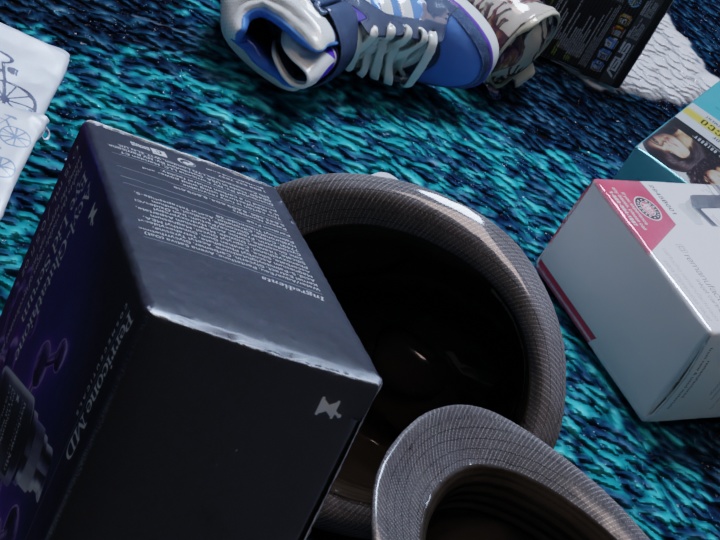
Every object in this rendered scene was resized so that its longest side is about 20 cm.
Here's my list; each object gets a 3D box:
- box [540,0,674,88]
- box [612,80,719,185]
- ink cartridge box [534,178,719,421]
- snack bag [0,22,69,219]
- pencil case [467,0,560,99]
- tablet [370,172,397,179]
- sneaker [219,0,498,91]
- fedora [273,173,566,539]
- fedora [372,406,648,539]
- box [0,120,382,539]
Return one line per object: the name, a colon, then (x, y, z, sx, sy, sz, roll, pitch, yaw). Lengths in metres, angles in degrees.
box: (0.179, -0.258, 1.351, 0.159, 0.201, 0.044, 21, 34, -13)
box: (0.263, -0.081, 1.323, 0.082, 0.049, 0.200, 38, 34, 12)
ink cartridge box: (0.238, 0.018, 1.145, 0.199, 0.085, 0.146, 2, 43, -39)
snack bag: (-0.263, -0.116, 0.987, 0.187, 0.022, 0.201, 25, 34, -8)
pencil case: (0.057, -0.219, 1.320, 0.200, 0.090, 0.078, 42, 64, 18)
tablet: (0.000, 0.000, 1.048, 0.130, 0.014, 0.199, 45, 36, 19)
sneaker: (-0.004, -0.150, 1.191, 0.199, 0.081, 0.147, 28, 42, -10)
fedora: (0.010, 0.044, 0.898, 0.198, 0.179, 0.090, 16, 1, 8)
fedora: (0.067, 0.170, 0.794, 0.199, 0.090, 0.177, 39, 36, -3)
box: (-0.087, 0.048, 0.749, 0.103, 0.149, 0.200, 18, 18, -24)
